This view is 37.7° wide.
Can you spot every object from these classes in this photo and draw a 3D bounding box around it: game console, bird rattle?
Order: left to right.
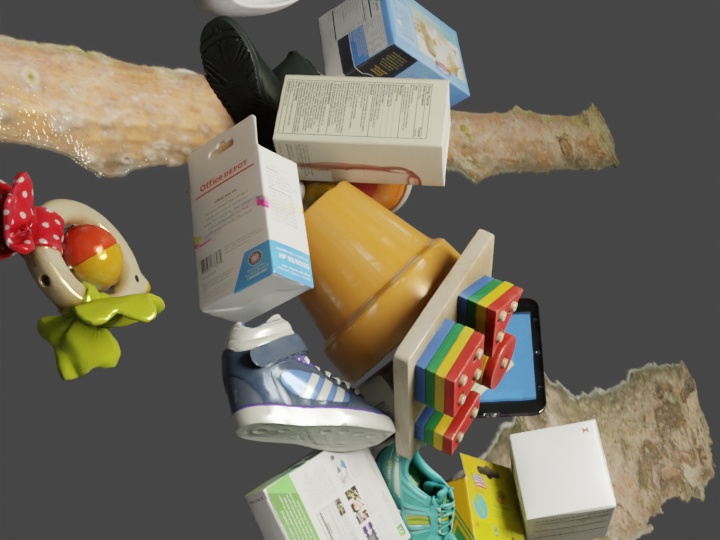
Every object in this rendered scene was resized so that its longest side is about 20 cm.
[{"bbox_3d":[-0.271,-0.005,0.971,0.200,0.113,0.163,48,21,-1],"label":"bird rattle"},{"bbox_3d":[0.159,0.097,1.471,0.172,0.119,0.200,38,39,-35],"label":"game console"}]

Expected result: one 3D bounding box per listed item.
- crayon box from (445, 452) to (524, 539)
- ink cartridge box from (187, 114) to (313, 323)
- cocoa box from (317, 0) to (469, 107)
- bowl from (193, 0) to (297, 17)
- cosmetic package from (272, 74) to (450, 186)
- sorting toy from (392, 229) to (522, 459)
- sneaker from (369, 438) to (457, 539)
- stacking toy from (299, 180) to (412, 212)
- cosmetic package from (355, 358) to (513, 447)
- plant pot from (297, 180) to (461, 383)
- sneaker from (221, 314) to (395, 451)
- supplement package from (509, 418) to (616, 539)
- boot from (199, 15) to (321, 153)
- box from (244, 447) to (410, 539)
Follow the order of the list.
[{"bbox_3d":[0.161,0.346,1.357,0.127,0.051,0.200,27,48,-45],"label":"crayon box"},{"bbox_3d":[-0.125,-0.057,1.168,0.068,0.115,0.200,23,50,-47],"label":"ink cartridge box"},{"bbox_3d":[0.053,-0.325,1.609,0.200,0.131,0.134,22,50,-47],"label":"cocoa box"},{"bbox_3d":[-0.182,-0.419,1.388,0.200,0.075,0.200,62,31,-2],"label":"bowl"},{"bbox_3d":[0.005,-0.167,1.260,0.087,0.200,0.104,78,19,-59],"label":"cosmetic package"},{"bbox_3d":[0.116,0.094,1.179,0.199,0.070,0.200,-53,155,-32],"label":"sorting toy"},{"bbox_3d":[0.079,0.289,1.251,0.200,0.080,0.078,60,32,-8],"label":"sneaker"},{"bbox_3d":[-0.042,-0.123,1.354,0.200,0.146,0.146,-20,84,-43],"label":"stacking toy"},{"bbox_3d":[0.094,0.136,1.332,0.200,0.071,0.105,-32,87,-42],"label":"cosmetic package"},{"bbox_3d":[0.000,0.000,1.259,0.183,0.200,0.200,47,32,2],"label":"plant pot"},{"bbox_3d":[-0.057,0.113,1.150,0.200,0.081,0.147,10,56,-30],"label":"sneaker"},{"bbox_3d":[0.267,0.291,1.414,0.200,0.117,0.117,72,9,-63],"label":"supplement package"},{"bbox_3d":[-0.113,-0.248,1.366,0.198,0.073,0.162,64,33,-14],"label":"boot"},{"bbox_3d":[-0.031,0.270,1.148,0.200,0.036,0.144,-21,85,-60],"label":"box"}]
